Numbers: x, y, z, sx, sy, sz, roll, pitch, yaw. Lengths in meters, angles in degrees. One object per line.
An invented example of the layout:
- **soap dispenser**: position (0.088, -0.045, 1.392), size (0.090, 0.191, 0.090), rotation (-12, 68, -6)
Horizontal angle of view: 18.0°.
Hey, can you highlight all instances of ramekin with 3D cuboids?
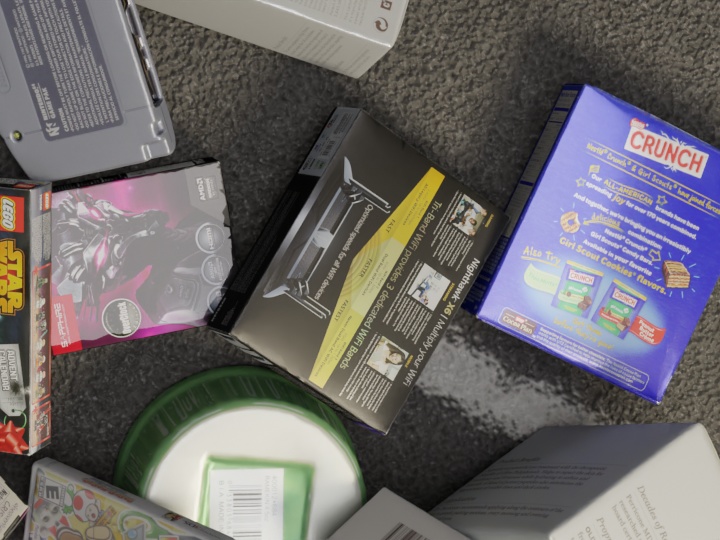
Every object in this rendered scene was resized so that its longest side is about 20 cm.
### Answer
- **ramekin**: position (-0.088, 0.179, 1.749), size (0.199, 0.098, 0.202), rotation (-1, 96, -11)

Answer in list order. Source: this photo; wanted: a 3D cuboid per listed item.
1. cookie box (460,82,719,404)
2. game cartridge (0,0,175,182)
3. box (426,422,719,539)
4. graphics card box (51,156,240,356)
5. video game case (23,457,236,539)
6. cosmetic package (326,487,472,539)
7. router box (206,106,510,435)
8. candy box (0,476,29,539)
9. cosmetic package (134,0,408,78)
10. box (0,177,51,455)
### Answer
- **cookie box**: position (0.198, -0.023, 1.792), size (0.170, 0.075, 0.201), rotation (26, 91, -12)
- **game cartridge**: position (-0.226, -0.168, 1.686), size (0.132, 0.041, 0.201), rotation (-11, 108, 13)
- **box**: position (0.181, 0.239, 1.733), size (0.171, 0.199, 0.201), rotation (-33, 103, -31)
- **graphics card box**: position (-0.194, -0.007, 1.735), size (0.199, 0.051, 0.126), rotation (-10, 98, -10)
- **video game case**: position (-0.182, 0.262, 1.703), size (0.181, 0.023, 0.201), rotation (19, 110, 27)
- **cosmetic package**: position (0.032, 0.276, 1.722), size (0.085, 0.107, 0.201), rotation (-39, 143, -37)
- **router box**: position (0.000, 0.000, 1.744), size (0.157, 0.052, 0.201), rotation (35, 81, -24)
- **candy box**: position (-0.360, 0.145, 1.680), size (0.136, 0.061, 0.200), rotation (-31, 104, 38)
- **cosmetic package**: position (-0.071, -0.216, 1.704), size (0.199, 0.102, 0.075), rotation (20, 76, -13)
- **box**: position (-0.297, 0.029, 1.685), size (0.136, 0.040, 0.201), rotation (5, 103, 17)
